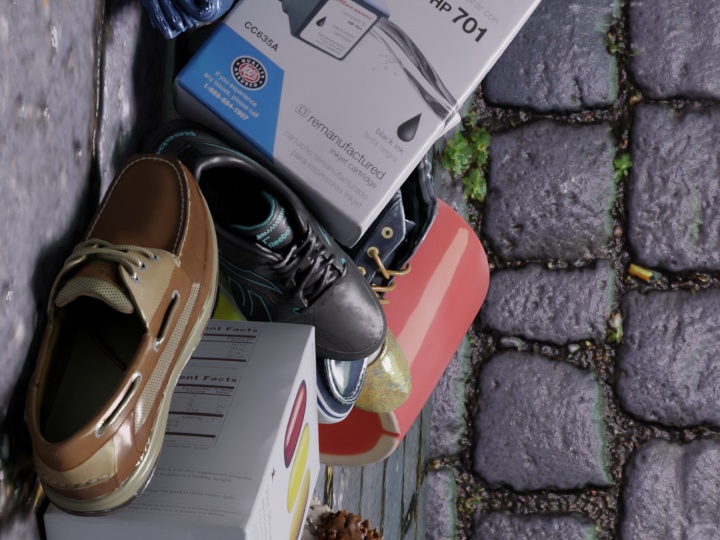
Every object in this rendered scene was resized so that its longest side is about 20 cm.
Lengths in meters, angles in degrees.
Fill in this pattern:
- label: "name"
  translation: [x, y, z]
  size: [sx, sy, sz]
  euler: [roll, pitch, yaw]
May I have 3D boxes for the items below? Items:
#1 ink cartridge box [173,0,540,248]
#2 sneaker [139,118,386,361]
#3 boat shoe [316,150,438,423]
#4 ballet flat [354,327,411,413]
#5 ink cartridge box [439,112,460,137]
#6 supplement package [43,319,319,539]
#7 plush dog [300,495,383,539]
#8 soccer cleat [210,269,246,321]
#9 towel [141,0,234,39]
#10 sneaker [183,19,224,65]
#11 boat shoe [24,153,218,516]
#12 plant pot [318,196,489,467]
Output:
- label: "ink cartridge box"
  translation: [0.000, -0.140, 0.906]
  size: [0.200, 0.146, 0.086]
  euler: [-52, -179, -9]
- label: "sneaker"
  translation: [-0.053, -0.008, 0.881]
  size: [0.076, 0.200, 0.079]
  euler: [-52, -156, -9]
- label: "boat shoe"
  translation: [0.000, 0.000, 0.969]
  size: [0.071, 0.090, 0.202]
  euler: [11, 76, -54]
- label: "ballet flat"
  translation: [-0.034, 0.020, 1.059]
  size: [0.200, 0.071, 0.071]
  euler: [52, 5, 6]
- label: "ink cartridge box"
  translation: [-0.019, -0.203, 1.122]
  size: [0.176, 0.045, 0.201]
  euler: [34, -22, 56]
- label: "supplement package"
  translation: [-0.093, 0.124, 0.835]
  size: [0.200, 0.109, 0.114]
  euler: [-74, 165, -59]
- label: "plush dog"
  translation: [-0.056, 0.223, 0.974]
  size: [0.160, 0.199, 0.173]
  euler: [-35, 128, -54]
- label: "soccer cleat"
  translation: [-0.103, 0.050, 0.979]
  size: [0.083, 0.065, 0.201]
  euler: [-26, 137, -37]
- label: "towel"
  translation: [-0.100, -0.214, 0.874]
  size: [0.200, 0.048, 0.112]
  euler: [-71, 154, -68]
- label: "sneaker"
  translation: [-0.075, -0.103, 1.036]
  size: [0.200, 0.095, 0.079]
  euler: [45, 58, -46]
- label: "boat shoe"
  translation: [-0.121, 0.021, 0.738]
  size: [0.074, 0.075, 0.201]
  euler: [75, 19, -56]
- label: "plant pot"
  translation: [-0.010, 0.048, 1.190]
  size: [0.201, 0.199, 0.178]
  euler: [84, 23, -47]
